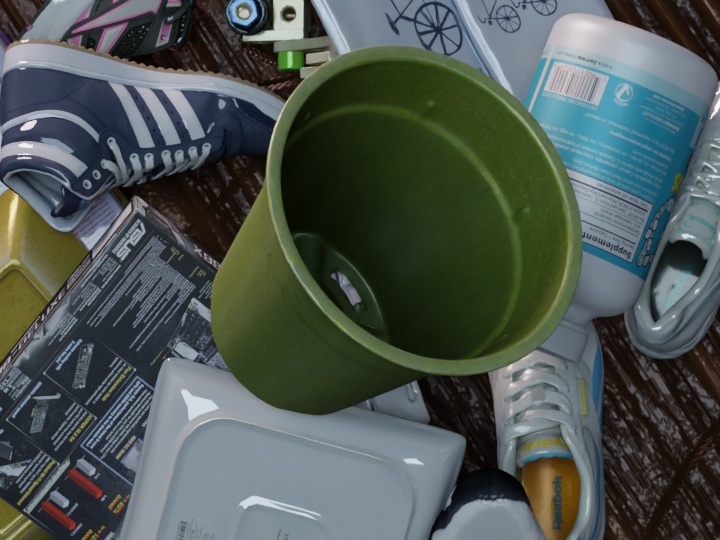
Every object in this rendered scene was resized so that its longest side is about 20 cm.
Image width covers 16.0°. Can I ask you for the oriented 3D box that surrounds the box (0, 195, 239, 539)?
[{"bbox_3d":[-0.143,0.080,1.612,0.157,0.050,0.200,38,95,-12],"label":"box"}]

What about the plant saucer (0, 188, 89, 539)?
[{"bbox_3d":[-0.228,0.083,1.654,0.200,0.048,0.200,-41,103,3],"label":"plant saucer"}]

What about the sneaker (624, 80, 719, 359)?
[{"bbox_3d":[0.224,-0.039,1.617,0.070,0.080,0.201,21,88,11],"label":"sneaker"}]

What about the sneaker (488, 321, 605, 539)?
[{"bbox_3d":[0.119,0.090,1.621,0.076,0.081,0.202,-10,83,9],"label":"sneaker"}]

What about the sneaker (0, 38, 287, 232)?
[{"bbox_3d":[-0.139,-0.075,1.643,0.199,0.070,0.109,12,64,-13],"label":"sneaker"}]

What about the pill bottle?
[{"bbox_3d":[0.138,-0.048,1.573,0.110,0.111,0.201,21,88,9],"label":"pill bottle"}]

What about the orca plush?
[{"bbox_3d":[0.085,0.180,1.584,0.104,0.201,0.071,-13,44,13],"label":"orca plush"}]

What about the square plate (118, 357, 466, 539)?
[{"bbox_3d":[-0.053,0.174,1.589,0.197,0.028,0.201,15,98,-3],"label":"square plate"}]

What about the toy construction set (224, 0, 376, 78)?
[{"bbox_3d":[-0.024,-0.205,1.664,0.130,0.092,0.202,-1,75,8],"label":"toy construction set"}]

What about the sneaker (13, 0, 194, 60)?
[{"bbox_3d":[-0.135,-0.190,1.675,0.086,0.080,0.200,42,120,-4],"label":"sneaker"}]

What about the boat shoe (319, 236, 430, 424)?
[{"bbox_3d":[-0.001,0.011,1.656,0.065,0.074,0.202,-12,87,-8],"label":"boat shoe"}]

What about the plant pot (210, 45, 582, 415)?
[{"bbox_3d":[0.000,0.000,1.511,0.199,0.190,0.201,11,63,-22],"label":"plant pot"}]

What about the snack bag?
[{"bbox_3d":[0.066,-0.161,1.620,0.199,0.021,0.190,-26,90,-27],"label":"snack bag"}]

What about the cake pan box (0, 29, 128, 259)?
[{"bbox_3d":[-0.274,-0.041,1.703,0.200,0.052,0.185,-40,80,3],"label":"cake pan box"}]
